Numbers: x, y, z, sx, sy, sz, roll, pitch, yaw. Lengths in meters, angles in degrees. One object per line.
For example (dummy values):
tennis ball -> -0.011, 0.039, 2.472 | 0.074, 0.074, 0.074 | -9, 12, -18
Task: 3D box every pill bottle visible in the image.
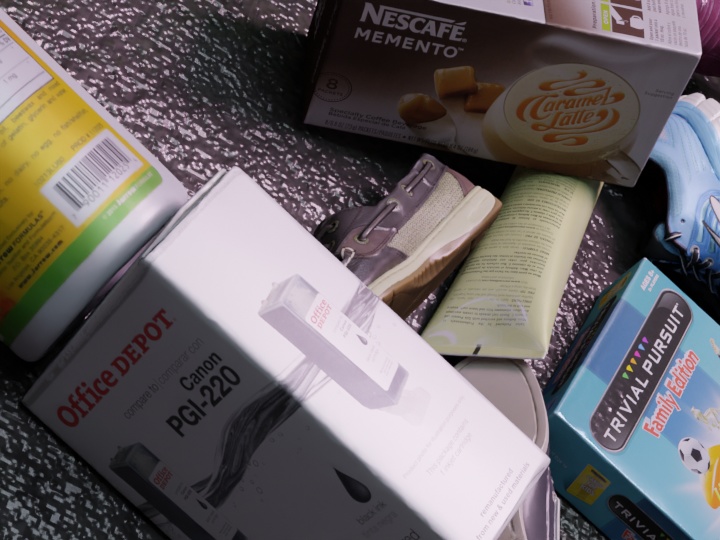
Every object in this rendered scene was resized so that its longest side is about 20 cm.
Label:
pill bottle -> -0.186, -0.064, 0.945 | 0.200, 0.111, 0.111 | 44, 44, -2

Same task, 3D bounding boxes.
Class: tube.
tube -> 0.095, -0.014, 1.162 | 0.052, 0.058, 0.200 | 38, 43, -9

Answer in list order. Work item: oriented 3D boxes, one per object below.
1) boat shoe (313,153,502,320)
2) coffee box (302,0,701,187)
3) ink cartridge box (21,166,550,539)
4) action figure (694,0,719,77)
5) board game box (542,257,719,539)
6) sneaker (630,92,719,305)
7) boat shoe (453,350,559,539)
boat shoe -> 0.000, 0.000, 1.076 | 0.065, 0.073, 0.200 | 40, 40, 10
coffee box -> 0.076, -0.127, 1.144 | 0.199, 0.115, 0.080 | 11, 48, -10
ink cartridge box -> -0.038, 0.072, 0.935 | 0.200, 0.146, 0.085 | 44, 46, -2
action figure -> 0.211, -0.164, 1.296 | 0.199, 0.134, 0.150 | 17, 52, -23
board game box -> 0.196, 0.111, 1.153 | 0.200, 0.047, 0.151 | 42, 44, -5
sneaker -> 0.213, -0.008, 1.248 | 0.090, 0.078, 0.201 | -20, 69, -23
boat shoe -> 0.068, 0.132, 1.050 | 0.063, 0.072, 0.201 | 68, 17, -45
